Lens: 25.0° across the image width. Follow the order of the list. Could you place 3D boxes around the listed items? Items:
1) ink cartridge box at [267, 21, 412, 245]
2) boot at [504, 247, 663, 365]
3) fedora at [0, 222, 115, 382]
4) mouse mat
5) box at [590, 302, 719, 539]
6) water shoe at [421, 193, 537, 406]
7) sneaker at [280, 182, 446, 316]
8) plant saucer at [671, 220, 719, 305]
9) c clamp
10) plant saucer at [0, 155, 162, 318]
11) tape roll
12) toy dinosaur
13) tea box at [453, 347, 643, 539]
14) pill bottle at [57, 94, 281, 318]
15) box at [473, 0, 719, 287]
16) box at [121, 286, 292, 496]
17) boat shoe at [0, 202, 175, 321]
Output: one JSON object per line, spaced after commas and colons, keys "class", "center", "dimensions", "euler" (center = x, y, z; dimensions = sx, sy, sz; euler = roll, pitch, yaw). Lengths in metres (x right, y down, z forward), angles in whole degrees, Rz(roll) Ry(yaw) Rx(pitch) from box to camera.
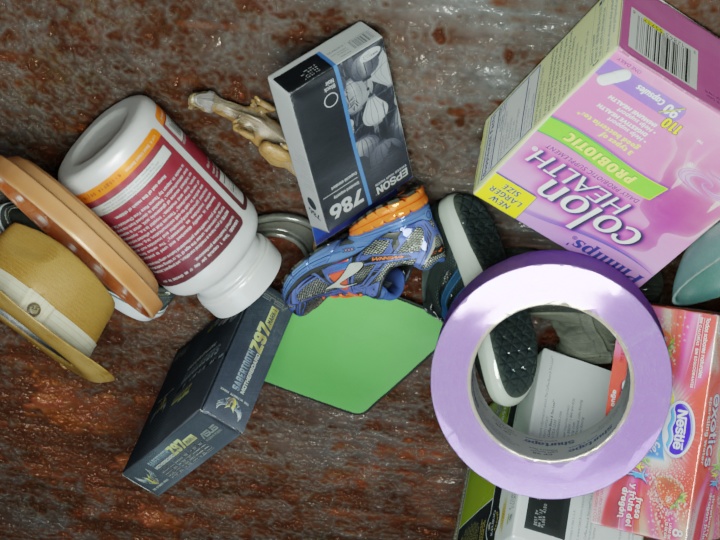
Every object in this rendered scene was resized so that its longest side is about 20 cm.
{"class": "ink cartridge box", "center": [-0.011, -0.107, 1.398], "dimensions": [0.039, 0.099, 0.201], "euler": [40, 157, 39]}
{"class": "boot", "center": [0.191, 0.048, 1.542], "dimensions": [0.198, 0.068, 0.131], "euler": [4, 143, 10]}
{"class": "fedora", "center": [-0.290, 0.020, 1.483], "dimensions": [0.200, 0.082, 0.201], "euler": [34, 167, 9]}
{"class": "mouse mat", "center": [-0.014, 0.077, 1.640], "dimensions": [0.160, 0.008, 0.200], "euler": [22, 136, -24]}
{"class": "box", "center": [0.279, 0.133, 1.436], "dimensions": [0.094, 0.202, 0.102], "euler": [9, 180, 34]}
{"class": "water shoe", "center": [0.101, 0.032, 1.468], "dimensions": [0.071, 0.201, 0.079], "euler": [4, 156, -44]}
{"class": "sneaker", "center": [0.000, 0.000, 1.476], "dimensions": [0.200, 0.075, 0.079], "euler": [-34, 88, 44]}
{"class": "plant saucer", "center": [0.349, -0.031, 1.380], "dimensions": [0.199, 0.036, 0.200], "euler": [-22, 164, -6]}
{"class": "c clamp", "center": [-0.092, 0.019, 1.596], "dimensions": [0.170, 0.027, 0.201], "euler": [-2, 136, 14]}
{"class": "plant saucer", "center": [-0.250, -0.034, 1.437], "dimensions": [0.200, 0.032, 0.200], "euler": [40, 171, 8]}
{"class": "tape roll", "center": [0.160, 0.087, 1.365], "dimensions": [0.199, 0.066, 0.202], "euler": [1, 102, 6]}
{"class": "toy dinosaur", "center": [-0.065, -0.107, 1.449], "dimensions": [0.200, 0.061, 0.106], "euler": [45, 151, -23]}
{"class": "tea box", "center": [0.187, 0.218, 1.596], "dimensions": [0.133, 0.201, 0.197], "euler": [19, 151, -9]}
{"class": "pill bottle", "center": [-0.167, -0.052, 1.463], "dimensions": [0.113, 0.113, 0.200], "euler": [-26, 121, 33]}
{"class": "box", "center": [0.222, -0.108, 1.339], "dimensions": [0.175, 0.097, 0.200], "euler": [29, 135, -16]}
{"class": "box", "center": [-0.150, 0.118, 1.592], "dimensions": [0.051, 0.158, 0.200], "euler": [31, 144, -15]}
{"class": "boat shoe", "center": [-0.263, -0.018, 1.570], "dimensions": [0.199, 0.069, 0.057], "euler": [28, 131, -26]}
